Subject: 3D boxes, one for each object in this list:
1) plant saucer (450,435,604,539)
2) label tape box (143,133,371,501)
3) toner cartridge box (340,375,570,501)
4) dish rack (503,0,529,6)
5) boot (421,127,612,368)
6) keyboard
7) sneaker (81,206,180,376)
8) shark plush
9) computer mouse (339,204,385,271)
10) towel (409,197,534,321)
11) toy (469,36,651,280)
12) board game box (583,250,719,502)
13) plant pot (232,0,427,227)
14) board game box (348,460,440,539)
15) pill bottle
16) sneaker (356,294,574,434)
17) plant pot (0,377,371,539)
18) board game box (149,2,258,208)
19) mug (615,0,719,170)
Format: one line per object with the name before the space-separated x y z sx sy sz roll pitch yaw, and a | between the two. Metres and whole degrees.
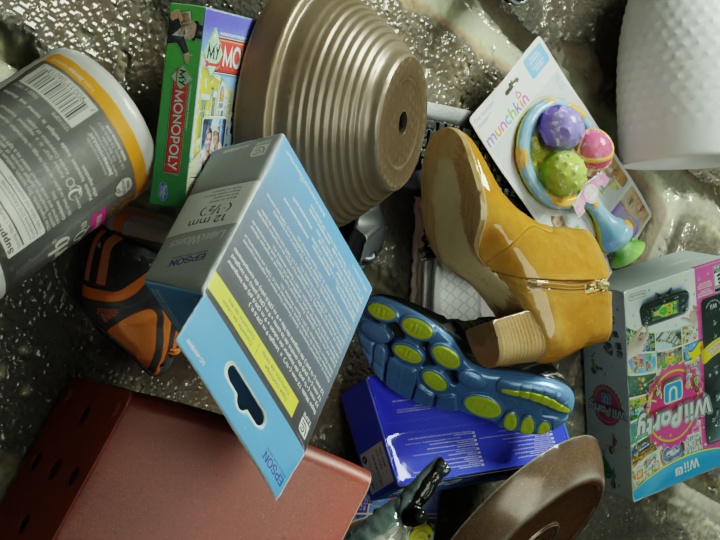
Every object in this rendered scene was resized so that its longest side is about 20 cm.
plant saucer | 0.140 0.224 1.444 0.200 0.034 0.201 -33 152 -20
label tape box | -0.073 0.030 1.103 0.144 0.066 0.200 60 37 -32
toner cartridge box | 0.084 0.131 1.423 0.199 0.043 0.095 -2 69 -38
dish rack | 0.096 -0.331 1.374 0.200 0.054 0.154 42 71 -34
boot | 0.131 -0.025 1.370 0.144 0.071 0.202 -15 91 -40
keyboard | 0.102 -0.065 1.404 0.199 0.021 0.128 8 90 -38
sneaker | -0.122 0.025 1.259 0.199 0.077 0.113 15 96 -34
shark plush | -0.016 0.212 1.313 0.200 0.083 0.091 -47 147 13
computer mouse | 0.000 0.000 1.287 0.034 0.200 0.059 23 119 -9
towel | 0.124 -0.023 1.462 0.190 0.032 0.201 -6 102 -38
toy | 0.185 -0.087 1.431 0.115 0.047 0.200 -50 119 -31
board game box | 0.279 0.096 1.584 0.147 0.064 0.201 -15 108 -35
plant pot | -0.010 -0.113 1.249 0.201 0.092 0.202 10 90 -69
board game box | -0.005 0.259 1.404 0.135 0.034 0.201 8 92 -38
pill bottle | -0.241 -0.050 1.117 0.200 0.116 0.117 -40 119 -26
sneaker | 0.082 0.072 1.390 0.199 0.083 0.071 23 115 -18
plant pot | -0.145 0.179 1.195 0.176 0.200 0.200 34 76 -23
board game box | -0.091 -0.113 1.213 0.200 0.029 0.135 -9 107 -72
mug | 0.308 -0.183 1.523 0.200 0.147 0.176 1 86 -68
